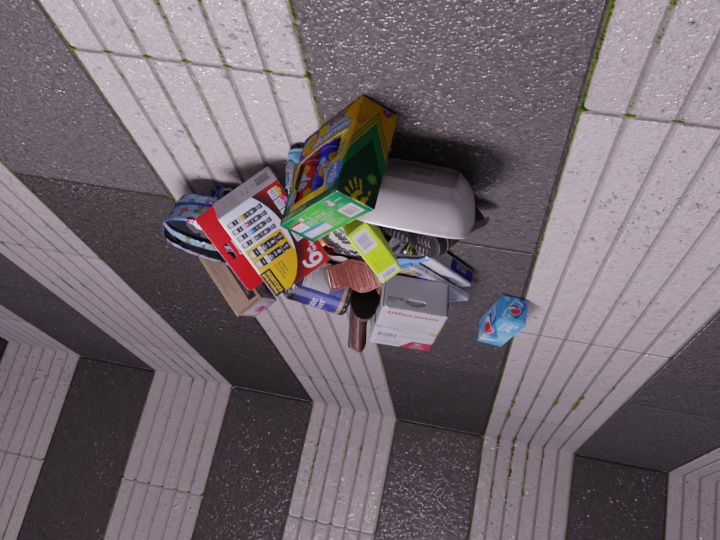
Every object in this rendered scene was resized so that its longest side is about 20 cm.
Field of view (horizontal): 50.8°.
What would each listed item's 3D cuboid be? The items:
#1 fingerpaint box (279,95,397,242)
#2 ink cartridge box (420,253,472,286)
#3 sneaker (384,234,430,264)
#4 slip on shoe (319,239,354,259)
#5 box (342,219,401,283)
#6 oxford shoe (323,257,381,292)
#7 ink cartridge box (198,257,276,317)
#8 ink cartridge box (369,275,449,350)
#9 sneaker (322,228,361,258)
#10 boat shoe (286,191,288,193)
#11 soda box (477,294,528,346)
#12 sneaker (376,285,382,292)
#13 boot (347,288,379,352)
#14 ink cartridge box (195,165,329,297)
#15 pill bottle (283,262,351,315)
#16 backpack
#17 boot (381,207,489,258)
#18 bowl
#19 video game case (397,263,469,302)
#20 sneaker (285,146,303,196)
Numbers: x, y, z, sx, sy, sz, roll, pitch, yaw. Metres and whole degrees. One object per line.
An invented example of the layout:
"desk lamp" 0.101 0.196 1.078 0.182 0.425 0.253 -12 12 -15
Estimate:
"fingerpaint box" -0.039 -0.156 1.205 0.073 0.169 0.199 25 157 -24
"ink cartridge box" 0.112 -0.013 1.660 0.198 0.041 0.199 -7 152 43
"sneaker" 0.102 -0.060 1.485 0.197 0.071 0.084 -10 108 32
"slip on shoe" -0.088 -0.065 1.619 0.197 0.062 0.074 15 161 -2
"box" 0.000 -0.080 1.326 0.047 0.201 0.122 -35 124 6
"oxford shoe" 0.000 0.000 1.558 0.073 0.072 0.199 -21 -167 -31
"ink cartridge box" -0.279 0.019 1.742 0.166 0.075 0.200 55 180 5
"ink cartridge box" 0.107 0.096 1.677 0.144 0.084 0.201 10 152 -4
"sneaker" -0.017 -0.078 1.482 0.076 0.086 0.200 10 167 17
"boat shoe" -0.093 -0.096 1.535 0.199 0.064 0.073 23 157 -27
"soda box" 0.343 0.124 1.840 0.067 0.065 0.200 13 159 -2
"sneaker" 0.055 0.041 1.799 0.071 0.080 0.200 -25 118 34
"boot" -0.001 0.123 1.710 0.063 0.187 0.202 7 124 -2
"ink cartridge box" -0.185 -0.060 1.434 0.201 0.175 0.084 56 180 -30
"pill bottle" -0.118 0.026 1.798 0.198 0.113 0.112 17 159 -12
"backpack" -0.300 -0.094 1.565 0.197 0.136 0.183 15 160 -6
"boot" 0.121 -0.106 1.381 0.200 0.137 0.078 43 143 31
"bowl" 0.095 -0.125 1.240 0.197 0.076 0.200 13 -158 7
"video game case" 0.126 0.030 1.677 0.199 0.018 0.142 28 156 -36
"sneaker" -0.101 -0.139 1.387 0.078 0.097 0.200 7 158 16
